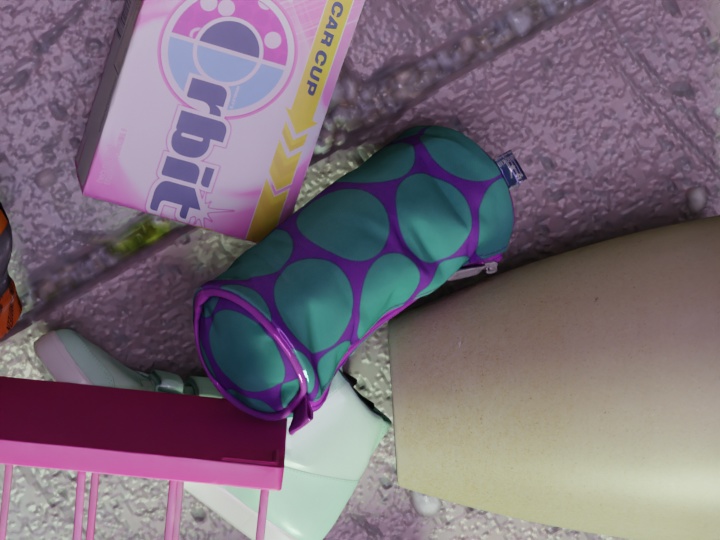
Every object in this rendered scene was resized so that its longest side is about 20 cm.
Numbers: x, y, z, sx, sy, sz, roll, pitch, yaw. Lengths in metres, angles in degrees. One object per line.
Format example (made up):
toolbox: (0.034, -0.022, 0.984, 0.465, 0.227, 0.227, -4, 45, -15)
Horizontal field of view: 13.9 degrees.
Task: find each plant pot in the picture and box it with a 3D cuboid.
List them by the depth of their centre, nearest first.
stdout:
plant pot: (0.117, 0.068, 1.634, 0.199, 0.187, 0.188, -4, 109, 0)

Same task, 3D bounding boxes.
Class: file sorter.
file sorter: (-0.144, 0.134, 1.534, 0.199, 0.139, 0.126, 6, 101, -2)

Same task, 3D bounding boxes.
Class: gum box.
gum box: (-0.069, -0.126, 1.583, 0.113, 0.066, 0.200, 15, 105, -14)

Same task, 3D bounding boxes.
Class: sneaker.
sneaker: (-0.078, 0.063, 1.643, 0.200, 0.074, 0.118, 36, 93, -18)

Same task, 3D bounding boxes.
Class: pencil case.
pencil case: (0.000, 0.000, 1.575, 0.092, 0.085, 0.200, 51, 53, 2)

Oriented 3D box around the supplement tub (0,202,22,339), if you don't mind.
supplement tub: (-0.260, -0.046, 1.543, 0.122, 0.123, 0.200, -24, 111, -3)
